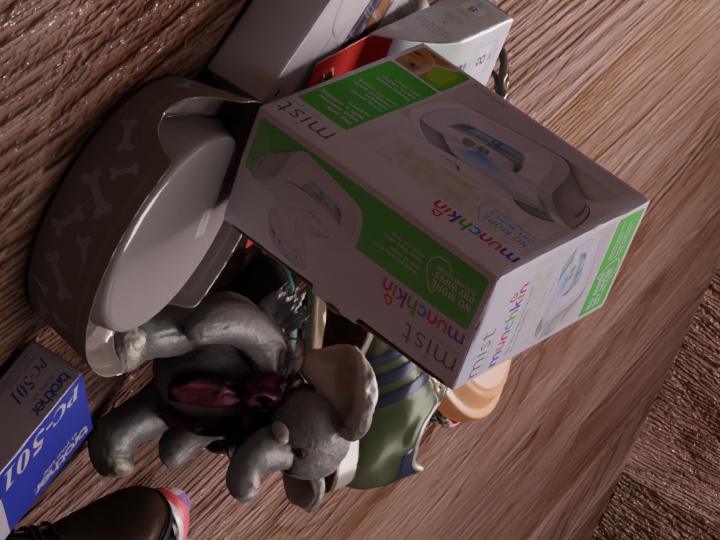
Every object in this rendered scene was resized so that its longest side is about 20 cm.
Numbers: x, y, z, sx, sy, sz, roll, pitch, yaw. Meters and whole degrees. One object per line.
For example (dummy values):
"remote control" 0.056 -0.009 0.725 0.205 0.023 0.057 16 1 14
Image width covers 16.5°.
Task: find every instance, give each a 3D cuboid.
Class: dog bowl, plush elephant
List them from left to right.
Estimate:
"dog bowl" -0.133 -0.033 1.553 0.200 0.059 0.200 -52 165 -21
"plush elephant" -0.075 0.100 1.736 0.200 0.155 0.165 -25 148 -36

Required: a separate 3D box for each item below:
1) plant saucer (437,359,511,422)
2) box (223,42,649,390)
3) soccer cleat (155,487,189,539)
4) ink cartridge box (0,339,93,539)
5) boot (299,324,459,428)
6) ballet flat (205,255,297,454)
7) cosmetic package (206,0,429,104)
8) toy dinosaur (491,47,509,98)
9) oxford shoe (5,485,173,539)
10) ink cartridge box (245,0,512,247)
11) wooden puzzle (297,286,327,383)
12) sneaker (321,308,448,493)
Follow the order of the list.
"plant saucer" 0.079 0.021 1.998 0.200 0.032 0.201 -10 90 -67
"box" 0.047 -0.037 1.581 0.176 0.200 0.097 -24 144 -47
"soccer cleat" -0.187 0.260 1.951 0.200 0.068 0.073 -64 172 15
"ink cartridge box" -0.247 0.146 1.563 0.200 0.044 0.094 -53 166 -21
"boot" 0.033 0.086 2.135 0.074 0.154 0.204 -56 166 -7
"ballet flat" -0.090 0.075 1.889 0.068 0.068 0.200 -28 145 -29
"cosmetic package" -0.024 -0.158 1.678 0.151 0.052 0.200 -54 165 -4
"toy dinosaur" 0.070 -0.075 1.937 0.181 0.105 0.200 47 38 -73
"oxford shoe" -0.210 0.203 1.690 0.200 0.073 0.084 -35 150 -26
"ink cartridge box" 0.015 -0.097 1.716 0.200 0.047 0.160 -32 151 -51
"wooden puzzle" 0.004 -0.011 1.947 0.185 0.046 0.200 -2 100 -73
"sneaker" 0.023 0.066 1.797 0.090 0.067 0.200 2 109 -27
